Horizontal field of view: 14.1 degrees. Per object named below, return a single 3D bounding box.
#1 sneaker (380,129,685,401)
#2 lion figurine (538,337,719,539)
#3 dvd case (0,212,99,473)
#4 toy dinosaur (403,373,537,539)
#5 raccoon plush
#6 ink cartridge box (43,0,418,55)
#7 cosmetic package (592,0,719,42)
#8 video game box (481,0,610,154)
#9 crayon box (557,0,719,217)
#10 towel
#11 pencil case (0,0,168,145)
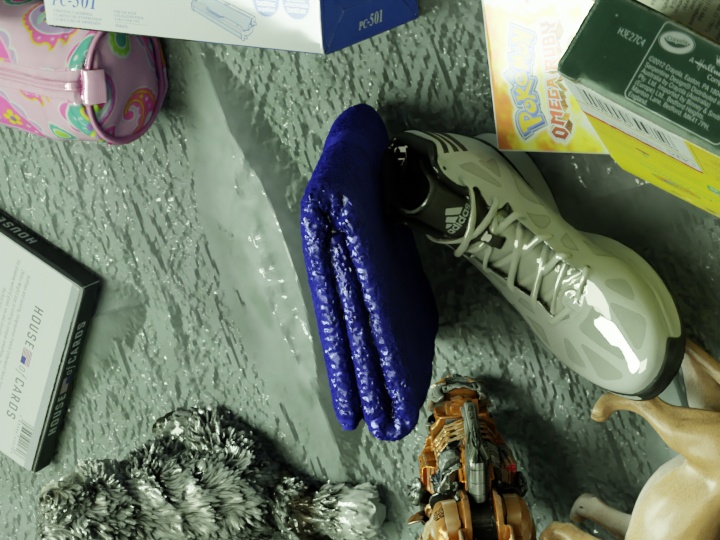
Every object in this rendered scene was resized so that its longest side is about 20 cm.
[{"bbox_3d":[0.077,-0.004,1.540,0.201,0.115,0.076,47,115,33],"label":"sneaker"},{"bbox_3d":[0.176,0.126,1.576,0.122,0.072,0.200,29,119,21],"label":"lion figurine"},{"bbox_3d":[-0.264,0.020,1.898,0.200,0.025,0.151,33,123,23],"label":"dvd case"},{"bbox_3d":[0.059,0.153,1.619,0.102,0.200,0.136,11,135,9],"label":"toy dinosaur"},{"bbox_3d":[-0.103,0.141,1.749,0.200,0.134,0.097,-8,101,39],"label":"raccoon plush"},{"bbox_3d":[-0.075,-0.160,1.642,0.200,0.094,0.044,8,112,34],"label":"ink cartridge box"},{"bbox_3d":[0.222,-0.135,1.402,0.200,0.073,0.104,30,114,6],"label":"cosmetic package"},{"bbox_3d":[0.146,-0.159,1.508,0.182,0.047,0.201,4,109,37],"label":"video game box"},{"bbox_3d":[0.173,-0.064,1.407,0.127,0.200,0.051,29,86,16],"label":"crayon box"},{"bbox_3d":[0.000,0.000,1.580,0.049,0.200,0.148,-15,103,8],"label":"towel"},{"bbox_3d":[-0.214,-0.125,1.768,0.200,0.087,0.088,10,113,33],"label":"pencil case"}]
